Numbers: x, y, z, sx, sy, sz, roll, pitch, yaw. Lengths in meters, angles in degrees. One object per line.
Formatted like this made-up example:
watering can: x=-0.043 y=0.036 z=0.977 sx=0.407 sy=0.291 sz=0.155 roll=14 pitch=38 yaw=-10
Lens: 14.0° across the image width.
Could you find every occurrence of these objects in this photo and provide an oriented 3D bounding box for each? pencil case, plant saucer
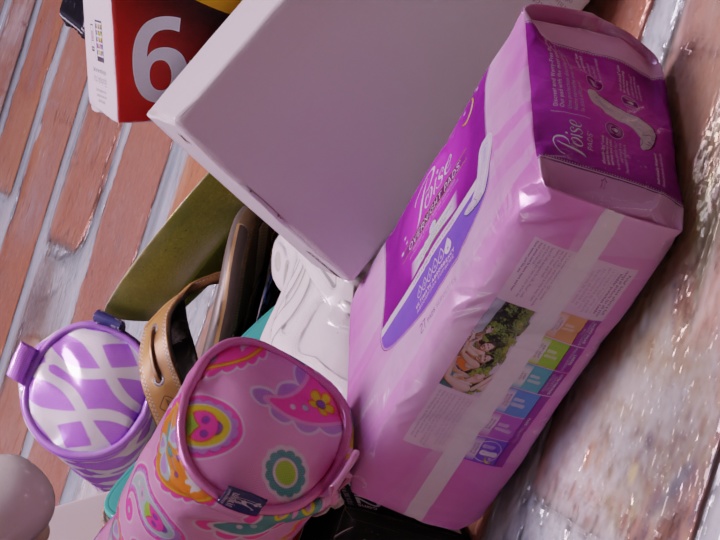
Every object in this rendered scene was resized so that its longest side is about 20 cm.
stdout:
pencil case: x=-0.064 y=0.107 z=1.285 sx=0.200 sy=0.087 sz=0.088 roll=124 pitch=158 yaw=-56
plant saucer: x=-0.067 y=-0.040 z=1.651 sx=0.200 sy=0.031 sz=0.200 roll=-48 pitch=-2 yaw=-2
pencil case: x=-0.144 y=0.086 z=1.692 sx=0.200 sy=0.085 sz=0.084 roll=67 pitch=-142 yaw=-73

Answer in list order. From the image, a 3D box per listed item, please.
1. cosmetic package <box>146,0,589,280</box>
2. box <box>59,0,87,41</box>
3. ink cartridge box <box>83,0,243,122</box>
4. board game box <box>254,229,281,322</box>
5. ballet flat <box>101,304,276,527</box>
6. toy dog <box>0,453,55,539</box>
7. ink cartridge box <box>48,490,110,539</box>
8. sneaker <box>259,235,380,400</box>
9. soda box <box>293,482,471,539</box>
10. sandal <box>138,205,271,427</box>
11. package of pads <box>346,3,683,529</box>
cosmetic package: x=0.011 y=-0.106 z=1.316 sx=0.200 sy=0.113 sz=0.081 roll=-47 pitch=15 yaw=-3
box: x=-0.028 y=-0.188 z=1.492 sx=0.123 sy=0.197 sz=0.201 roll=-141 pitch=69 yaw=-76
ink cartridge box: x=-0.031 y=-0.166 z=1.387 sx=0.084 sy=0.198 sz=0.177 roll=-152 pitch=58 yaw=-74
board game box: x=-0.055 y=0.069 z=1.606 sx=0.126 sy=0.034 sz=0.201 roll=-136 pitch=67 yaw=-73
ballet flat: x=-0.054 y=0.082 z=1.502 sx=0.200 sy=0.067 sz=0.068 roll=-44 pitch=41 yaw=-21
toy dog: x=-0.203 y=0.192 z=1.384 sx=0.200 sy=0.096 sz=0.132 roll=-36 pitch=51 yaw=1
ink cartridge box: x=-0.171 y=0.220 z=1.540 sx=0.084 sy=0.144 sz=0.201 roll=52 pitch=140 yaw=33
sneaker: x=0.000 y=0.000 z=1.381 sx=0.200 sy=0.077 sz=0.100 roll=-100 pitch=30 yaw=-56
soda box: x=-0.008 y=0.110 z=1.362 sx=0.200 sy=0.063 sz=0.071 roll=-121 pitch=49 yaw=-70
sandal: x=-0.097 y=0.056 z=1.572 sx=0.082 sy=0.054 sz=0.201 roll=-64 pitch=-4 yaw=-71
package of pads: x=0.059 y=0.000 z=1.226 sx=0.121 sy=0.075 sz=0.200 roll=-92 pitch=24 yaw=-46
